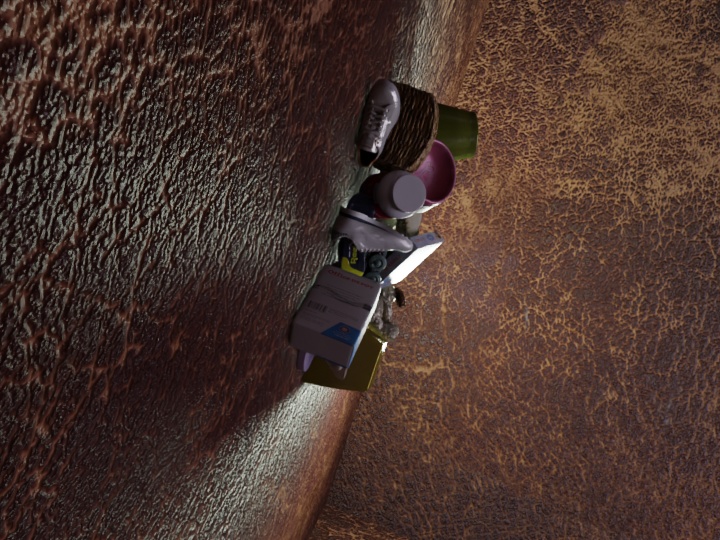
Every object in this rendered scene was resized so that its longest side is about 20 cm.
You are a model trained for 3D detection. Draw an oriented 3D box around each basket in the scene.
[{"bbox_3d":[0.116,-0.335,1.642,0.149,0.141,0.202,20,89,-81],"label":"basket"}]

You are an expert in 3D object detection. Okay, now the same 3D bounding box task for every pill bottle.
[{"bbox_3d":[0.077,-0.179,1.589,0.114,0.111,0.200,-70,-160,-3],"label":"pill bottle"}]

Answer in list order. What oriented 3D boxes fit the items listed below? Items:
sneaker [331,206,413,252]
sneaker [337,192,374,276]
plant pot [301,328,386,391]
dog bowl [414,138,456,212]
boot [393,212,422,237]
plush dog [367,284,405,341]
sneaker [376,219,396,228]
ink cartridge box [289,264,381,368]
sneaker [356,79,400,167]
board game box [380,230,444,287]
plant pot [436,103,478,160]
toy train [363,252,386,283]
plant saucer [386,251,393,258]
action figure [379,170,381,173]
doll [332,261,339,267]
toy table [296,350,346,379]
[{"bbox_3d":[0.027,-0.075,1.520,0.081,0.198,0.076,-68,-160,1],"label":"sneaker"},{"bbox_3d":[-0.017,-0.084,1.584,0.082,0.073,0.203,-145,-115,-78],"label":"sneaker"},{"bbox_3d":[-0.032,0.234,1.849,0.200,0.174,0.202,30,80,-81],"label":"plant pot"},{"bbox_3d":[0.168,-0.254,1.736,0.073,0.199,0.202,0,-116,53],"label":"dog bowl"},{"bbox_3d":[0.116,-0.141,1.840,0.199,0.072,0.156,-26,137,-50],"label":"boot"},{"bbox_3d":[0.039,0.097,2.008,0.172,0.198,0.162,-53,145,-43],"label":"plush dog"},{"bbox_3d":[0.066,-0.132,1.927,0.076,0.080,0.202,-98,-153,-76],"label":"sneaker"},{"bbox_3d":[-0.054,0.098,1.486,0.201,0.143,0.084,-63,170,-46],"label":"ink cartridge box"},{"bbox_3d":[0.035,-0.301,1.410,0.201,0.072,0.085,102,8,-48],"label":"sneaker"},{"bbox_3d":[0.125,-0.028,1.904,0.199,0.041,0.199,-43,167,27],"label":"board game box"},{"bbox_3d":[0.233,-0.390,1.913,0.200,0.190,0.204,179,-90,-86],"label":"plant pot"},{"bbox_3d":[0.000,0.000,1.745,0.086,0.112,0.202,-83,-171,-60],"label":"toy train"},{"bbox_3d":[0.035,-0.018,1.931,0.199,0.032,0.201,-30,158,-13],"label":"plant saucer"},{"bbox_3d":[0.104,-0.284,1.817,0.201,0.103,0.195,-73,163,-50],"label":"action figure"},{"bbox_3d":[-0.026,0.073,1.695,0.049,0.134,0.202,-77,167,-51],"label":"doll"},{"bbox_3d":[-0.074,0.171,1.632,0.184,0.116,0.202,-62,167,-50],"label":"toy table"}]
